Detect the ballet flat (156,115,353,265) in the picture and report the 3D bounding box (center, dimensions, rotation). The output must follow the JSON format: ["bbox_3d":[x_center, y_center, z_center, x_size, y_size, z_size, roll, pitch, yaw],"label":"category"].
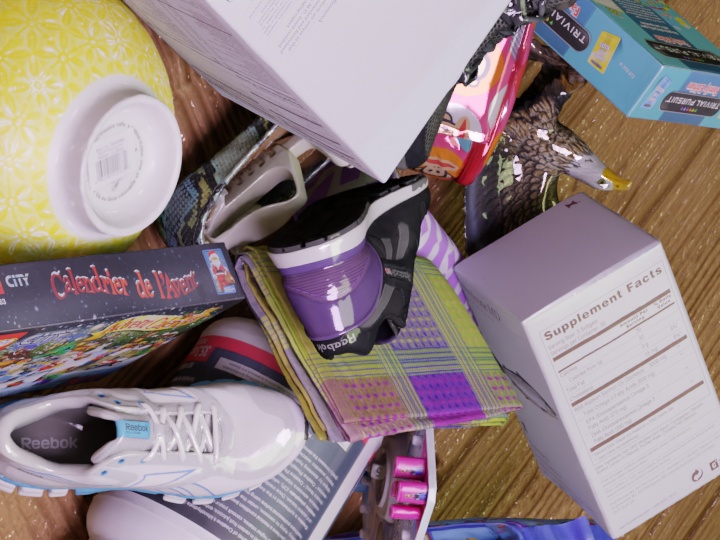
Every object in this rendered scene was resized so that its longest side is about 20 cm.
[{"bbox_3d":[-0.039,-0.073,1.253,0.200,0.074,0.074,-45,143,4],"label":"ballet flat"}]

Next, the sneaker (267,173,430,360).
[{"bbox_3d":[0.000,0.000,1.244,0.200,0.075,0.088,-40,115,-65],"label":"sneaker"}]

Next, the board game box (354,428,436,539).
[{"bbox_3d":[0.015,0.141,1.372,0.200,0.026,0.200,-92,-167,-47],"label":"board game box"}]

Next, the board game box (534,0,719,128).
[{"bbox_3d":[0.175,-0.185,1.452,0.151,0.200,0.047,0,130,-53],"label":"board game box"}]

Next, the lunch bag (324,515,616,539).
[{"bbox_3d":[0.089,0.218,1.497,0.150,0.200,0.094,12,59,-55],"label":"lunch bag"}]

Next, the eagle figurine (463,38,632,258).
[{"bbox_3d":[0.131,-0.073,1.492,0.151,0.151,0.201,1,118,-36],"label":"eagle figurine"}]

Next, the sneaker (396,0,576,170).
[{"bbox_3d":[0.077,-0.150,1.228,0.076,0.114,0.200,-42,148,-80],"label":"sneaker"}]

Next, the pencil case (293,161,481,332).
[{"bbox_3d":[0.024,-0.006,1.428,0.085,0.084,0.200,-43,139,-4],"label":"pencil case"}]

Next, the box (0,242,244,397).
[{"bbox_3d":[-0.180,0.034,1.115,0.200,0.136,0.038,-8,74,-52],"label":"box"}]

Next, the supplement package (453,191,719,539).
[{"bbox_3d":[0.169,0.067,1.423,0.117,0.117,0.200,-30,118,-10],"label":"supplement package"}]

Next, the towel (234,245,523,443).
[{"bbox_3d":[0.011,0.044,1.274,0.023,0.144,0.200,-43,156,31],"label":"towel"}]

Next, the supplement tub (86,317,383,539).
[{"bbox_3d":[-0.087,0.144,1.281,0.200,0.140,0.140,-57,143,-21],"label":"supplement tub"}]

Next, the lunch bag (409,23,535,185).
[{"bbox_3d":[0.065,-0.170,1.359,0.176,0.082,0.201,-103,-151,-70],"label":"lunch bag"}]

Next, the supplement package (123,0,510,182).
[{"bbox_3d":[-0.039,-0.179,1.099,0.152,0.150,0.200,-55,142,-6],"label":"supplement package"}]

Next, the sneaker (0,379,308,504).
[{"bbox_3d":[-0.125,0.100,1.165,0.199,0.087,0.075,-4,81,-13],"label":"sneaker"}]

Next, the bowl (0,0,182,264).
[{"bbox_3d":[-0.165,-0.070,1.111,0.200,0.107,0.201,-26,124,-46],"label":"bowl"}]
